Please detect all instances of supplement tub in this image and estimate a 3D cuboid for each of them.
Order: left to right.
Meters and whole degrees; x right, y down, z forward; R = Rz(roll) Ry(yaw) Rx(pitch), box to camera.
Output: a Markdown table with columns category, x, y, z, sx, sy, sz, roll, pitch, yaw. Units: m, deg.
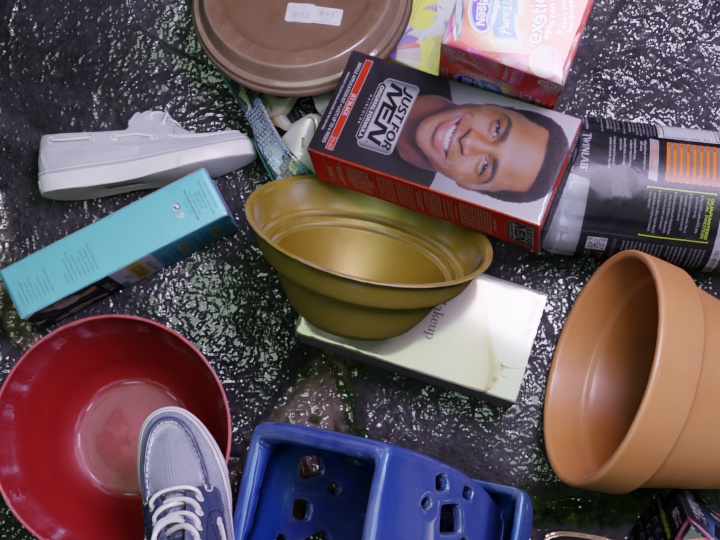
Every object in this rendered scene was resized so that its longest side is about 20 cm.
| category | x | y | z | sx | sy | sz | roll | pitch | yaw |
| --- | --- | --- | --- | --- | --- | --- | --- | --- | --- |
| supplement tub | 0.260 | -0.064 | 1.113 | 0.200 | 0.123 | 0.123 | 8 | 82 | 3 |

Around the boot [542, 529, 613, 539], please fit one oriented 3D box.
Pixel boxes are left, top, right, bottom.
| category | x | y | z | sx | sy | sz | roll | pitch | yaw |
| --- | --- | --- | --- | --- | --- | --- | --- | --- | --- |
| boot | 0.237 | 0.280 | 1.052 | 0.200 | 0.138 | 0.078 | 27 | 85 | 7 |

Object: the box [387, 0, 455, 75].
| category | x | y | z | sx | sy | sz | roll | pitch | yaw |
| --- | --- | --- | --- | --- | --- | --- | --- | --- | --- |
| box | 0.060 | -0.234 | 1.185 | 0.200 | 0.048 | 0.117 | 24 | 83 | 3 |

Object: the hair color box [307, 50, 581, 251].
| category | x | y | z | sx | sy | sz | roll | pitch | yaw |
| --- | --- | --- | --- | --- | --- | --- | --- | --- | --- |
| hair color box | 0.069 | -0.098 | 1.046 | 0.200 | 0.061 | 0.102 | 19 | 73 | 14 |

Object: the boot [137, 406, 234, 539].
| category | x | y | z | sx | sy | sz | roll | pitch | yaw |
| --- | --- | --- | --- | --- | --- | --- | --- | --- | --- |
| boot | -0.133 | 0.195 | 0.986 | 0.073 | 0.090 | 0.200 | -17 | 73 | -1 |

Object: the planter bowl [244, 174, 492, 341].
| category | x | y | z | sx | sy | sz | roll | pitch | yaw |
| --- | --- | --- | --- | --- | --- | --- | --- | --- | --- |
| planter bowl | 0.000 | 0.000 | 1.037 | 0.200 | 0.200 | 0.084 | 14 | 116 | 4 |

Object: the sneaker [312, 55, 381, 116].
| category | x | y | z | sx | sy | sz | roll | pitch | yaw |
| --- | --- | --- | --- | --- | --- | --- | --- | --- | --- |
| sneaker | 0.028 | -0.132 | 1.155 | 0.076 | 0.080 | 0.200 | -45 | 80 | 11 |

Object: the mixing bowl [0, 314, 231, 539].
| category | x | y | z | sx | sy | sz | roll | pitch | yaw |
| --- | --- | --- | --- | --- | --- | --- | --- | --- | --- |
| mixing bowl | -0.204 | 0.142 | 1.103 | 0.200 | 0.108 | 0.201 | 0 | 82 | 1 |

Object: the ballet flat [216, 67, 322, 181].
| category | x | y | z | sx | sy | sz | roll | pitch | yaw |
| --- | --- | --- | --- | --- | --- | --- | --- | --- | --- |
| ballet flat | -0.068 | -0.139 | 1.156 | 0.074 | 0.074 | 0.200 | -29 | 83 | -3 |

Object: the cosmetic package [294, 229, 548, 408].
| category | x | y | z | sx | sy | sz | roll | pitch | yaw |
| --- | --- | --- | --- | --- | --- | --- | --- | --- | --- |
| cosmetic package | 0.053 | 0.042 | 1.129 | 0.200 | 0.073 | 0.104 | 16 | 81 | 5 |

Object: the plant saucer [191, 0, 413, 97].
| category | x | y | z | sx | sy | sz | roll | pitch | yaw |
| --- | --- | --- | --- | --- | --- | --- | --- | --- | --- |
| plant saucer | -0.053 | -0.247 | 1.140 | 0.200 | 0.029 | 0.200 | -2 | 68 | 4 |

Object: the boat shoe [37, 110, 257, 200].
| category | x | y | z | sx | sy | sz | roll | pitch | yaw |
| --- | --- | --- | --- | --- | --- | --- | --- | --- | --- |
| boat shoe | -0.195 | -0.111 | 1.167 | 0.200 | 0.072 | 0.069 | -10 | 82 | 10 |

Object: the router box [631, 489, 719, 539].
| category | x | y | z | sx | sy | sz | roll | pitch | yaw |
| --- | --- | --- | --- | --- | --- | --- | --- | --- | --- |
| router box | 0.298 | 0.250 | 1.022 | 0.150 | 0.200 | 0.062 | 37 | 97 | 6 |

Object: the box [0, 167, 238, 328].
| category | x | y | z | sx | sy | sz | roll | pitch | yaw |
| --- | --- | --- | --- | --- | --- | --- | --- | --- | --- |
| box | -0.211 | -0.018 | 1.141 | 0.200 | 0.082 | 0.049 | -27 | 82 | -2 |

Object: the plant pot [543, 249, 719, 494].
| category | x | y | z | sx | sy | sz | roll | pitch | yaw |
| --- | --- | --- | --- | --- | --- | --- | --- | --- | --- |
| plant pot | 0.257 | 0.097 | 1.065 | 0.140 | 0.200 | 0.200 | 17 | 82 | -13 |

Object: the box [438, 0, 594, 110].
| category | x | y | z | sx | sy | sz | roll | pitch | yaw |
| --- | --- | --- | --- | --- | --- | --- | --- | --- | --- |
| box | 0.123 | -0.186 | 1.053 | 0.102 | 0.200 | 0.095 | 19 | 85 | 5 |

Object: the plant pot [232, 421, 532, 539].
| category | x | y | z | sx | sy | sz | roll | pitch | yaw |
| --- | --- | --- | --- | --- | --- | --- | --- | --- | --- |
| plant pot | 0.017 | 0.239 | 1.027 | 0.180 | 0.200 | 0.200 | 17 | 79 | -33 |
